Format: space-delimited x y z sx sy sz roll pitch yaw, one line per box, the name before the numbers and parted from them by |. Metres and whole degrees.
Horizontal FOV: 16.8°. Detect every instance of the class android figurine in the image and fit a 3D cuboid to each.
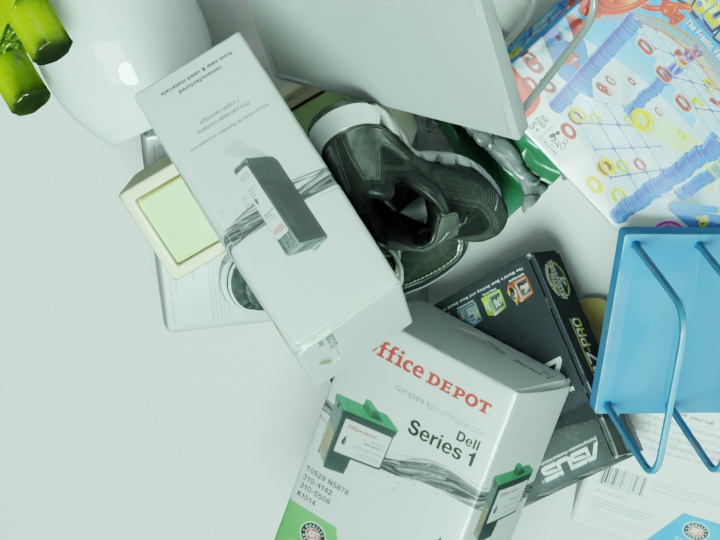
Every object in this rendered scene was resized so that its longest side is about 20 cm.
android figurine | -0.265 -0.211 1.701 0.200 0.041 0.182 58 146 20

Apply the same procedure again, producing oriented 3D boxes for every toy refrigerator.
toy refrigerator | -0.065 -0.077 1.728 0.200 0.070 0.076 -29 101 14

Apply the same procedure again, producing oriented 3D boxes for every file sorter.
file sorter | 0.036 -0.195 1.605 0.200 0.125 0.139 16 144 32
file sorter | 0.276 0.058 1.648 0.200 0.123 0.139 0 115 -14

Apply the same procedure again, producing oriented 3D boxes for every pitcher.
pitcher | -0.203 -0.187 1.749 0.172 0.121 0.200 -22 98 43

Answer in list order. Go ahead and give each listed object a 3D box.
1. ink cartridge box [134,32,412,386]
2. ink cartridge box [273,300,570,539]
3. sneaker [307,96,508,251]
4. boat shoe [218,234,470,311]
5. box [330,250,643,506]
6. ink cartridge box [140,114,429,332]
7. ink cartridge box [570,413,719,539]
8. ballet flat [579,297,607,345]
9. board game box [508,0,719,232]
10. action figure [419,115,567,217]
ink cartridge box | -0.053 -0.036 1.598 0.084 0.144 0.200 -31 78 -2
ink cartridge box | 0.041 0.139 1.733 0.146 0.084 0.200 27 106 28
sneaker | 0.041 -0.043 1.666 0.066 0.091 0.200 -34 145 21
boat shoe | 0.000 0.000 1.731 0.200 0.071 0.072 -16 111 -26
box | 0.087 0.099 1.781 0.200 0.049 0.161 -28 79 29
ink cartridge box | -0.056 -0.042 1.822 0.200 0.057 0.163 -8 114 -6
ink cartridge box | 0.239 0.106 1.798 0.115 0.068 0.200 18 117 3
ballet flat | 0.121 0.100 1.825 0.069 0.063 0.200 41 116 -10
board game box | 0.220 -0.125 1.674 0.196 0.056 0.200 -43 101 11
action figure | 0.072 -0.134 1.736 0.200 0.055 0.118 46 119 -6
